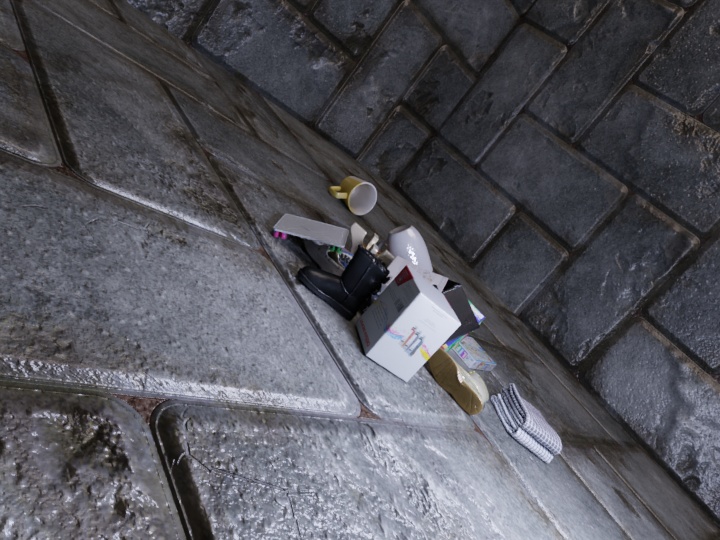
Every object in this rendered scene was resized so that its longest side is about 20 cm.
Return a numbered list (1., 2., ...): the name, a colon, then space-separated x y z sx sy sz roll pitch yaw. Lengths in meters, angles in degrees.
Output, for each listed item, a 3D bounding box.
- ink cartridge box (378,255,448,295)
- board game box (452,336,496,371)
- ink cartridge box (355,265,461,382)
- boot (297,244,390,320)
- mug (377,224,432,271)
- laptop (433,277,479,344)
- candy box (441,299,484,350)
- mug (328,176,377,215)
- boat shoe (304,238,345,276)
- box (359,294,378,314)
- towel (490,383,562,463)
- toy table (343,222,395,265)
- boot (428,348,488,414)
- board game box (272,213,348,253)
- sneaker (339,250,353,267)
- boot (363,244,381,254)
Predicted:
1. ink cartridge box: 0.148 0.043 1.635 0.173 0.045 0.200 25 29 11
2. board game box: 0.379 0.279 1.947 0.199 0.034 0.135 20 25 -54
3. ink cartridge box: 0.109 0.128 1.359 0.144 0.200 0.146 36 15 -25
4. boot: -0.036 0.009 1.398 0.197 0.163 0.074 38 13 -9
5. mug: 0.146 -0.061 2.043 0.147 0.196 0.179 -40 116 -53
6. laptop: 0.213 0.113 1.656 0.184 0.119 0.199 -18 23 -29
7. candy box: 0.248 0.145 1.715 0.198 0.078 0.169 -30 66 -33
8. mug: -0.035 -0.356 2.525 0.186 0.150 0.153 36 5 -42
9. boat shoe: -0.089 -0.039 1.587 0.070 0.070 0.201 21 24 -51
10. box: 0.076 0.129 1.579 0.161 0.044 0.199 50 16 27
11. towel: 0.488 0.440 1.661 0.164 0.086 0.201 37 15 -18
12. toy table: 0.012 -0.051 1.795 0.199 0.118 0.185 37 15 -20
13. boot: 0.272 0.293 1.557 0.201 0.072 0.154 51 17 15
14. board game box: -0.135 -0.106 1.596 0.195 0.026 0.200 15 17 -2
15. sneaker: 0.000 0.000 1.692 0.199 0.079 0.089 38 17 -13
16. boot: 0.084 -0.016 1.973 0.199 0.074 0.155 38 11 -19
